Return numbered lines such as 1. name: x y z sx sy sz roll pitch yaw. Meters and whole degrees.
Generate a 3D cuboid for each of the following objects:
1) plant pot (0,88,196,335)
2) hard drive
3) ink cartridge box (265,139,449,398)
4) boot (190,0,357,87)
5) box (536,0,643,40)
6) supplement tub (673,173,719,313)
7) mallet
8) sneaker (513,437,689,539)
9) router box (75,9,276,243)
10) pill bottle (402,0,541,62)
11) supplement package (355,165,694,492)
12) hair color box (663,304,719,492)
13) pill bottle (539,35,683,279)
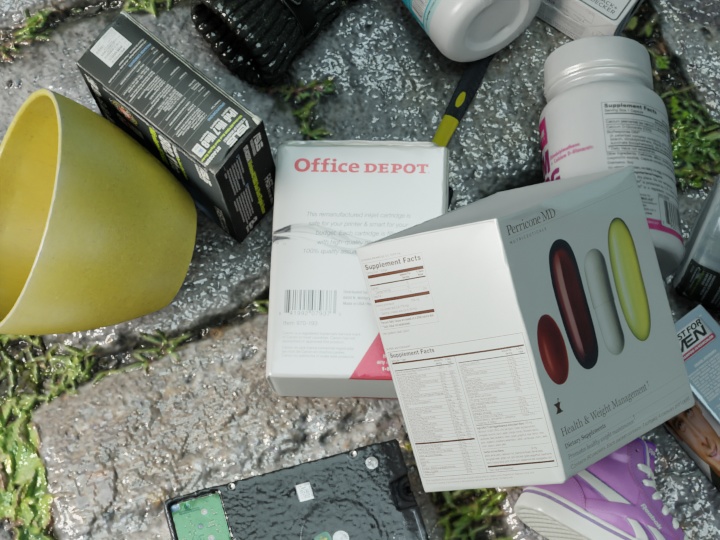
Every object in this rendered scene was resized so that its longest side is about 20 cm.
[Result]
1. plant pot: -0.218 -0.034 1.518 0.141 0.200 0.201 14 64 -27
2. hard drive: -0.046 0.227 1.489 0.199 0.038 0.140 -14 69 -12
3. ink cartridge box: 0.000 0.000 1.542 0.144 0.083 0.201 1 75 4
4. boot: -0.105 -0.280 1.677 0.211 0.080 0.158 43 70 12
5. box: 0.236 -0.311 1.732 0.116 0.060 0.200 32 68 9
6. supplement tub: 0.378 0.002 1.578 0.199 0.123 0.123 23 67 4
7. mallet: 0.086 -0.124 1.654 0.066 0.041 0.200 30 64 9
8. sneaker: 0.238 0.199 1.510 0.200 0.073 0.114 33 65 9
9. router box: -0.145 -0.114 1.537 0.150 0.200 0.062 38 80 12
10. pill bottle: 0.070 -0.293 1.675 0.110 0.111 0.200 -26 64 -15
11. supplement package: 0.132 0.044 1.448 0.191 0.147 0.201 -22 98 -46
12. hair color box: 0.313 0.135 1.527 0.061 0.099 0.200 -34 74 -17
13. pill bottle: 0.213 -0.093 1.608 0.113 0.113 0.201 0 66 -5
